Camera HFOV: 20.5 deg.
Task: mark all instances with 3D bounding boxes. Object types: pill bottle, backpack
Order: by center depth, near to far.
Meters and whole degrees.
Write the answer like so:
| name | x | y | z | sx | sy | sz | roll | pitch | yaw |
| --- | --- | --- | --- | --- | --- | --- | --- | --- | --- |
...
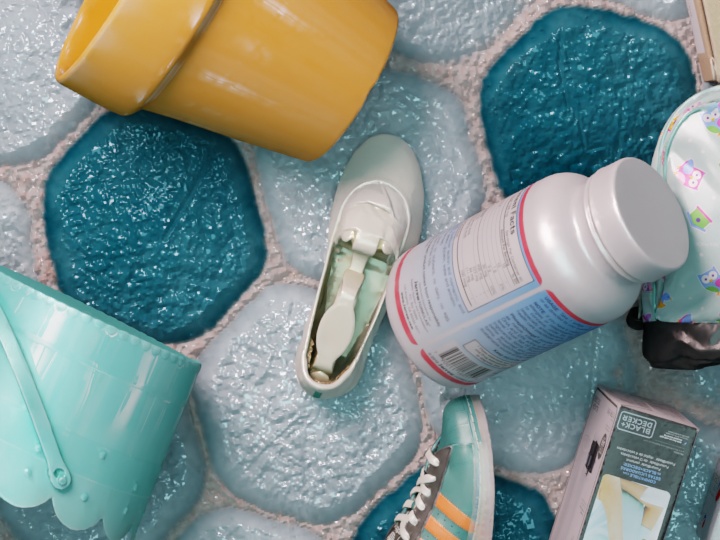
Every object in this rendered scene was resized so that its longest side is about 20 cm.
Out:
| name | x | y | z | sx | sy | sz | roll | pitch | yaw |
| --- | --- | --- | --- | --- | --- | --- | --- | --- | --- |
| pill bottle | 0.122 | -0.001 | 1.368 | 0.200 | 0.109 | 0.109 | -27 | 93 | 36 |
| backpack | 0.273 | -0.031 | 1.397 | 0.167 | 0.127 | 0.200 | 0 | 91 | 5 |

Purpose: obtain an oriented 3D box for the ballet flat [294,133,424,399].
| name | x | y | z | sx | sy | sz | roll | pitch | yaw |
| --- | --- | --- | --- | --- | --- | --- | --- | --- | --- |
| ballet flat | 0.000 | 0.000 | 1.435 | 0.069 | 0.069 | 0.200 | 17 | 94 | 0 |

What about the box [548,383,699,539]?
| name | x | y | z | sx | sy | sz | roll | pitch | yaw |
| --- | --- | --- | --- | --- | --- | --- | --- | --- | --- |
| box | 0.175 | 0.190 | 1.420 | 0.060 | 0.117 | 0.200 | 17 | 93 | -2 |

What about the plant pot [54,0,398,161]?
| name | x | y | z | sx | sy | sz | roll | pitch | yaw |
| --- | --- | --- | --- | --- | --- | --- | --- | --- | --- |
| plant pot | -0.082 | -0.173 | 1.375 | 0.183 | 0.200 | 0.200 | 30 | 94 | -17 |

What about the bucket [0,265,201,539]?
| name | x | y | z | sx | sy | sz | roll | pitch | yaw |
| --- | --- | --- | --- | --- | --- | --- | --- | --- | --- |
| bucket | -0.218 | 0.087 | 1.383 | 0.207 | 0.207 | 0.135 | 25 | 87 | 0 |

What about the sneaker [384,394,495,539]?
| name | x | y | z | sx | sy | sz | roll | pitch | yaw |
| --- | --- | --- | --- | --- | --- | --- | --- | --- | --- |
| sneaker | 0.053 | 0.188 | 1.444 | 0.080 | 0.071 | 0.200 | 3 | 95 | -3 |

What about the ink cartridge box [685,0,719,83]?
| name | x | y | z | sx | sy | sz | roll | pitch | yaw |
| --- | --- | --- | --- | --- | --- | --- | --- | --- | --- |
| ink cartridge box | 0.304 | -0.246 | 1.406 | 0.165 | 0.075 | 0.200 | -12 | 94 | 4 |

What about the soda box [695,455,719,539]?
| name | x | y | z | sx | sy | sz | roll | pitch | yaw |
| --- | --- | --- | --- | --- | --- | --- | --- | --- | --- |
| soda box | 0.351 | 0.195 | 1.441 | 0.200 | 0.064 | 0.068 | 17 | 95 | 1 |
